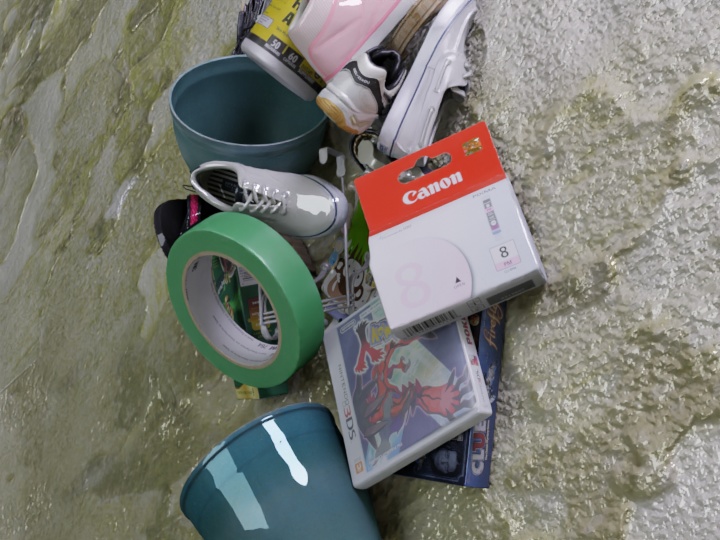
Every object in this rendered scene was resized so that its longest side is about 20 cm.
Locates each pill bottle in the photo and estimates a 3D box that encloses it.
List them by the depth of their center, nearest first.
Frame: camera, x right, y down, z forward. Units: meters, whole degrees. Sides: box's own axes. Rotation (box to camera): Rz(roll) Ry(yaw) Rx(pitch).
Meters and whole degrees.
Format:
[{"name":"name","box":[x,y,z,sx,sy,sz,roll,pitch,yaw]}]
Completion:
[{"name":"pill bottle","box":[-0.044,-0.313,1.608,0.201,0.111,0.111,-54,39,2]}]

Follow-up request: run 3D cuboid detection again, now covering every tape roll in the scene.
[{"name":"tape roll","box":[-0.132,0.034,1.518,0.199,0.048,0.202,24,132,29]}]

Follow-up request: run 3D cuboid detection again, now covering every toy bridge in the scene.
[{"name":"toy bridge","box":[0.076,-0.291,1.492,0.027,0.067,0.200,43,133,0]}]

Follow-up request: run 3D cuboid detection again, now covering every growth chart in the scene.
[{"name":"growth chart","box":[0.000,0.000,1.576,0.144,0.018,0.203,15,92,54]}]

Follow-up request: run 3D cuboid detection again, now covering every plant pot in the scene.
[{"name":"plant pot","box":[-0.067,0.281,1.463,0.189,0.199,0.201,53,125,29]},{"name":"plant pot","box":[-0.139,-0.159,1.684,0.201,0.198,0.135,-122,28,-43]}]

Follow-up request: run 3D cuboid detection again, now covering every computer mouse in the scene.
[{"name":"computer mouse","box":[-0.112,-0.328,1.795,0.199,0.043,0.111,-2,76,60]}]

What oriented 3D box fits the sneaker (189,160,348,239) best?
[{"name":"sneaker","box":[-0.107,-0.077,1.503,0.198,0.070,0.074,13,100,33]}]

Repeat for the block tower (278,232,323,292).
[{"name":"block tower","box":[-0.107,-0.024,1.700,0.054,0.057,0.201,-55,44,30]}]

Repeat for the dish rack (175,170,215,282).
[{"name":"dish rack","box":[-0.224,-0.056,1.867,0.201,0.054,0.154,-62,38,20]}]

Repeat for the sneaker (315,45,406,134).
[{"name":"sneaker","box":[0.024,-0.202,1.483,0.076,0.200,0.088,42,109,4]}]

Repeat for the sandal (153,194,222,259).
[{"name":"sandal","box":[-0.200,-0.064,1.674,0.045,0.200,0.076,-20,100,22]}]

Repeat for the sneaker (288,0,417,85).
[{"name":"sneaker","box":[-0.001,-0.312,1.520,0.201,0.105,0.075,-48,13,0]}]

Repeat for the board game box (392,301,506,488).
[{"name":"board game box","box":[0.088,0.118,1.408,0.135,0.034,0.203,-2,80,54]}]

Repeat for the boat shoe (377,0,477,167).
[{"name":"boat shoe","box":[0.089,-0.207,1.467,0.065,0.074,0.202,26,89,10]}]

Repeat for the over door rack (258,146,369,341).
[{"name":"over door rack","box":[-0.060,-0.030,1.556,0.146,0.066,0.203,-12,86,35]}]

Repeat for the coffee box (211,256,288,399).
[{"name":"coffee box","box":[-0.139,0.058,1.658,0.123,0.043,0.203,169,91,-71]}]

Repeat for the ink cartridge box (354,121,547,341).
[{"name":"ink cartridge box","box":[0.081,-0.048,1.370,0.161,0.057,0.202,-23,67,11]}]

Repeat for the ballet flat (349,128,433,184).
[{"name":"ballet flat","box":[0.042,-0.100,1.497,0.074,0.072,0.200,-61,39,23]}]

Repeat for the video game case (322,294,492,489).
[{"name":"video game case","box":[0.043,0.106,1.411,0.199,0.023,0.184,-36,55,38]}]
